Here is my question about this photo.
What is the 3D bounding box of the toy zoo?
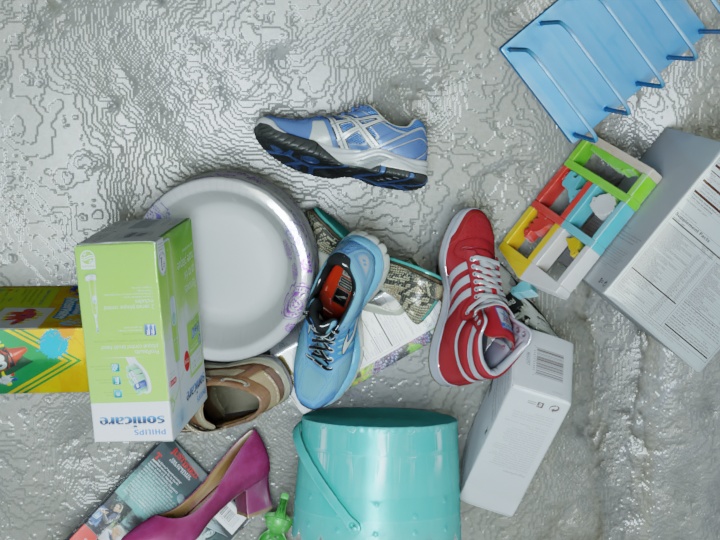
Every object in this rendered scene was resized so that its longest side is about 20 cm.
[{"bbox_3d":[0.232,-0.051,1.439,0.020,0.131,0.200,35,96,-34],"label":"toy zoo"}]

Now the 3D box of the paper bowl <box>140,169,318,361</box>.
[{"bbox_3d":[-0.144,-0.009,1.412,0.200,0.104,0.202,2,101,8],"label":"paper bowl"}]

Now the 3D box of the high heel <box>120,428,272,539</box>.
[{"bbox_3d":[-0.187,0.250,1.452,0.199,0.067,0.096,-14,98,-30],"label":"high heel"}]

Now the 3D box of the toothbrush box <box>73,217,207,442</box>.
[{"bbox_3d":[-0.219,0.057,1.307,0.086,0.146,0.201,-1,100,7],"label":"toothbrush box"}]

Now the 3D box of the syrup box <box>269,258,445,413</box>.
[{"bbox_3d":[-0.002,0.073,1.464,0.200,0.079,0.082,-31,102,1],"label":"syrup box"}]

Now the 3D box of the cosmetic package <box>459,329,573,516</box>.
[{"bbox_3d":[0.172,0.171,1.442,0.074,0.102,0.200,18,129,-3],"label":"cosmetic package"}]

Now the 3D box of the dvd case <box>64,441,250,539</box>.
[{"bbox_3d":[-0.241,0.309,1.474,0.146,0.022,0.200,47,70,-11],"label":"dvd case"}]

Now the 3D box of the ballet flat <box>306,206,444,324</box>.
[{"bbox_3d":[0.000,0.000,1.409,0.200,0.068,0.076,31,92,31],"label":"ballet flat"}]

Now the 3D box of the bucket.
[{"bbox_3d":[0.019,0.229,1.436,0.206,0.207,0.135,1,90,-6],"label":"bucket"}]

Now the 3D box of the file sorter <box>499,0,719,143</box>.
[{"bbox_3d":[0.280,-0.252,1.411,0.200,0.123,0.139,-39,101,3],"label":"file sorter"}]

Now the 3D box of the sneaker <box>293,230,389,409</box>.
[{"bbox_3d":[-0.038,0.056,1.355,0.078,0.090,0.201,22,110,20],"label":"sneaker"}]

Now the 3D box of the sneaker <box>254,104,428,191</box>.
[{"bbox_3d":[-0.019,-0.145,1.436,0.199,0.076,0.077,12,77,-8],"label":"sneaker"}]

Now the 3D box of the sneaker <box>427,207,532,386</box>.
[{"bbox_3d":[0.134,0.025,1.389,0.071,0.112,0.201,13,79,-29],"label":"sneaker"}]

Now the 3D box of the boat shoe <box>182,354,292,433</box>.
[{"bbox_3d":[-0.171,0.144,1.430,0.199,0.072,0.076,-20,104,31],"label":"boat shoe"}]

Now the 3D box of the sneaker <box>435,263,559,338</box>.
[{"bbox_3d":[0.170,0.053,1.474,0.200,0.089,0.074,42,95,-9],"label":"sneaker"}]

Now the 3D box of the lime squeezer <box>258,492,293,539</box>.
[{"bbox_3d":[-0.105,0.311,1.494,0.038,0.071,0.201,25,122,14],"label":"lime squeezer"}]

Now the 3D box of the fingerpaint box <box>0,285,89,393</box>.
[{"bbox_3d":[-0.355,0.072,1.369,0.166,0.200,0.074,-1,102,-6],"label":"fingerpaint box"}]

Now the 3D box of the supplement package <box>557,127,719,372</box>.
[{"bbox_3d":[0.355,-0.028,1.422,0.147,0.191,0.200,38,96,-12],"label":"supplement package"}]
